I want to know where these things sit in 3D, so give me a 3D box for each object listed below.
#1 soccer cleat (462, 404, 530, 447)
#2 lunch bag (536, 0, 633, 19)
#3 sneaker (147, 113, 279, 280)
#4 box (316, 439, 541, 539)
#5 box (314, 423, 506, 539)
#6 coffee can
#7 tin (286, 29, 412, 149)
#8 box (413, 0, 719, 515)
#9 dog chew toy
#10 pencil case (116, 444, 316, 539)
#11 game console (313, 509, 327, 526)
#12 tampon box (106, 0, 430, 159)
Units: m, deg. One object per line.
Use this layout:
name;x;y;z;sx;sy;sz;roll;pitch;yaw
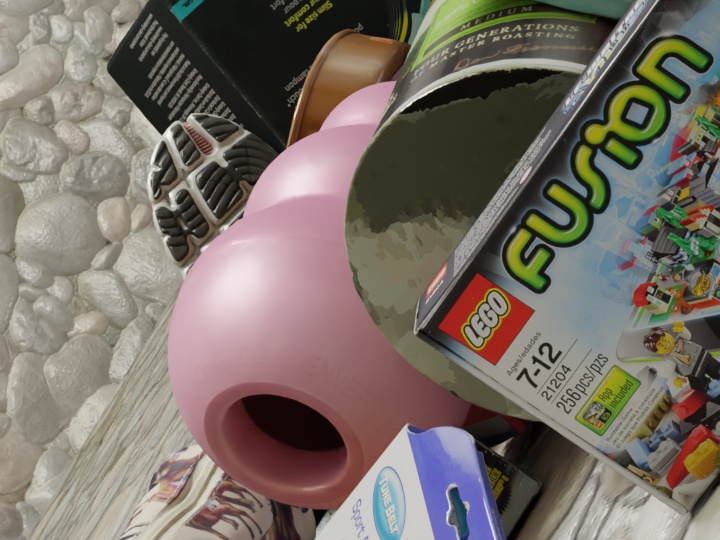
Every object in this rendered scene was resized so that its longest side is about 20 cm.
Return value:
soccer cleat;0.090;-0.013;1.212;0.201;0.067;0.076;-59;23;-13
lunch bag;0.078;-0.214;1.019;0.200;0.121;0.171;-62;-23;-48
sneaker;-0.042;0.017;1.378;0.077;0.201;0.085;-38;8;-17
box;0.004;0.134;1.204;0.137;0.040;0.200;-57;7;-8
box;0.000;0.150;1.020;0.200;0.041;0.119;-51;31;27
coffee can;0.085;-0.058;1.076;0.147;0.146;0.200;-52;9;33
tin;-0.008;-0.007;1.285;0.112;0.042;0.201;20;-99;-76
box;0.116;-0.032;0.898;0.200;0.110;0.035;-55;8;18
dog chew toy;0.000;0.000;1.155;0.125;0.124;0.201;-49;12;45
pencil case;-0.087;0.142;1.173;0.200;0.077;0.090;-48;-30;-57
game console;-0.079;0.199;1.371;0.175;0.117;0.200;-24;12;27
tampon box;0.000;-0.087;1.427;0.150;0.200;0.126;-40;0;-21
